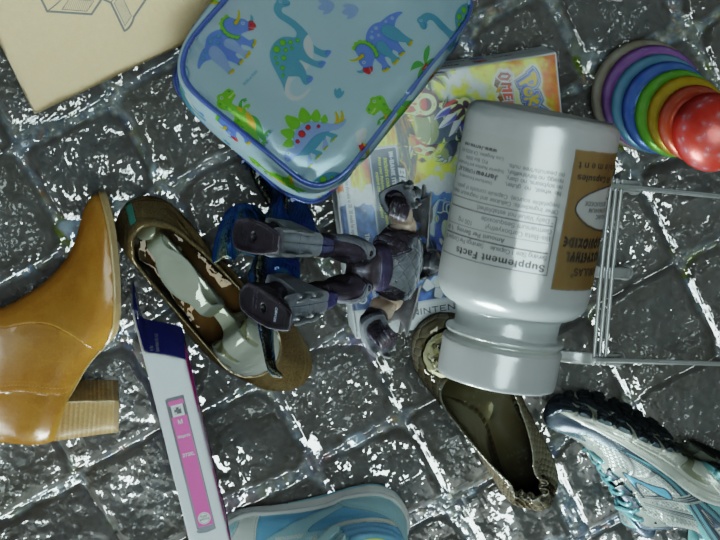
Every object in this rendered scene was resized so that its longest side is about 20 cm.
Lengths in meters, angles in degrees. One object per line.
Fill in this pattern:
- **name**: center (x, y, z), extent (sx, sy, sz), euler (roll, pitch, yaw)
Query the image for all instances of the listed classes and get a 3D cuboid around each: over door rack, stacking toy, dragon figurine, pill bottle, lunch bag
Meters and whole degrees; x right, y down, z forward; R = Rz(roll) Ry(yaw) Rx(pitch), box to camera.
- **over door rack**: center (0.243, 0.006, 1.428), extent (0.199, 0.067, 0.149), euler (4, 93, -22)
- **stacking toy**: center (0.230, -0.116, 1.333), extent (0.085, 0.200, 0.086), euler (-2, 103, -7)
- **dragon figurine**: center (-0.069, -0.019, 1.354), extent (0.059, 0.201, 0.100), euler (-9, 136, 33)
- **pill bottle**: center (0.117, -0.017, 1.336), extent (0.113, 0.114, 0.202), euler (9, 98, -9)
- **lunch bag**: center (-0.029, -0.165, 1.317), extent (0.160, 0.082, 0.200), euler (38, 80, -1)

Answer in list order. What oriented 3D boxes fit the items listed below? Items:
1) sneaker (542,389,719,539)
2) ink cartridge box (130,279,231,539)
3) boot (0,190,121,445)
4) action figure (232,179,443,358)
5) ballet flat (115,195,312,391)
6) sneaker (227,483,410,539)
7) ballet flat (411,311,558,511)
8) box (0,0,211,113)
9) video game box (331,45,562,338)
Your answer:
- **sneaker**: center (0.225, 0.168, 1.465), extent (0.199, 0.078, 0.087), euler (28, 102, -12)
- **ink cartridge box**: center (-0.137, 0.109, 1.394), extent (0.037, 0.095, 0.201), euler (-15, 105, -4)
- **boot**: center (-0.252, 0.039, 1.375), extent (0.143, 0.071, 0.203), euler (0, 108, -10)
- **action figure**: center (0.000, 0.000, 1.322), extent (0.199, 0.069, 0.131), euler (-4, 98, -45)
- **ballet flat**: center (-0.111, 0.026, 1.390), extent (0.068, 0.072, 0.200), euler (-38, 105, 6)
- **sneaker**: center (-0.052, 0.232, 1.416), extent (0.199, 0.131, 0.080), euler (-20, 106, -2)
- **ballet flat**: center (0.101, 0.116, 1.432), extent (0.067, 0.046, 0.201), euler (-26, 118, 9)
- **box**: center (-0.186, -0.231, 1.345), extent (0.199, 0.021, 0.164), euler (-25, 105, 0)
- **video game box**: center (0.070, -0.059, 1.407), extent (0.181, 0.047, 0.202), euler (-10, 105, -7)
